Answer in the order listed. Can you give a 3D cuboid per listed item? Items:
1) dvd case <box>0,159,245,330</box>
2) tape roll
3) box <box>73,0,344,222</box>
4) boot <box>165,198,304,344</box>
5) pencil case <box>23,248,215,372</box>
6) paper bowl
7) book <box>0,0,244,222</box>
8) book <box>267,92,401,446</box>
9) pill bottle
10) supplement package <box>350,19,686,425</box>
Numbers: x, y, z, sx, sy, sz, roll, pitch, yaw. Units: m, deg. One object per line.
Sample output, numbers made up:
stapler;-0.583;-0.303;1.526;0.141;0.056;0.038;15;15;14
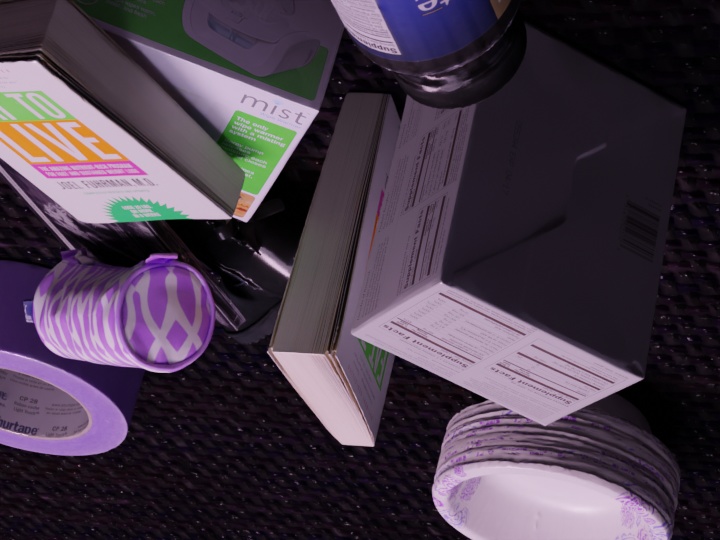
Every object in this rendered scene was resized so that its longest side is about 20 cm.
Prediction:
dvd case;-0.187;-0.030;1.678;0.199;0.016;0.149;22;159;39
tape roll;-0.283;0.077;1.932;0.198;0.086;0.200;11;153;6
box;-0.128;-0.139;1.457;0.198;0.097;0.177;21;154;-11
boot;-0.110;-0.023;1.684;0.162;0.074;0.198;31;158;-16
pencil case;-0.174;0.028;1.653;0.083;0.086;0.200;2;-179;-28
paper bowl;0.164;0.161;1.861;0.199;0.105;0.201;10;153;5
book;-0.181;-0.094;1.405;0.133;0.048;0.200;-2;152;35
book;0.000;0.000;1.537;0.048;0.202;0.134;3;151;20
pill bottle;0.030;-0.183;1.284;0.111;0.113;0.200;1;150;22
supplement package;0.103;-0.032;1.431;0.155;0.202;0.111;26;150;-22
